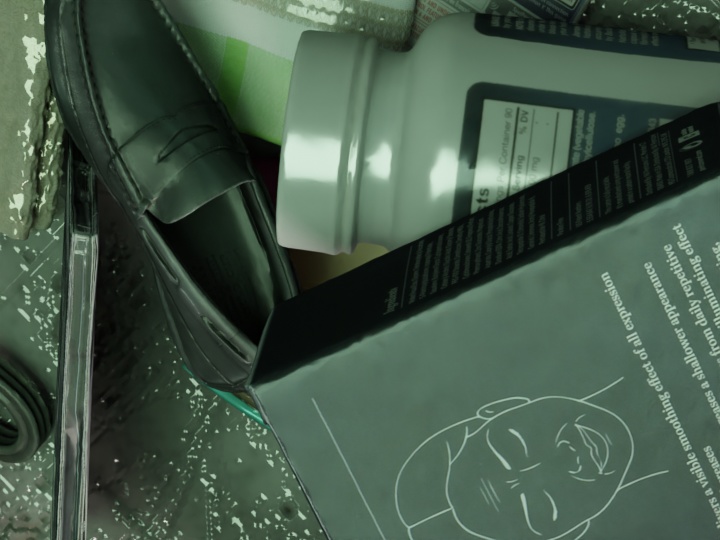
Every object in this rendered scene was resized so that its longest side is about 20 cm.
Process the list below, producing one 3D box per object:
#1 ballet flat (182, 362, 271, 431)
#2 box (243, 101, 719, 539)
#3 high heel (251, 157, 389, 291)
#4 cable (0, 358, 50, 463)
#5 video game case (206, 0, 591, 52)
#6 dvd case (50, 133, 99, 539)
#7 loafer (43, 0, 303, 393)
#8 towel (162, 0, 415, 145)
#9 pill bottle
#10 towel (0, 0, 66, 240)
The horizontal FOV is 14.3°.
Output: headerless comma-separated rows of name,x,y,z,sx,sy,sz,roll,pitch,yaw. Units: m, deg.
ballet flat,0.014,0.075,1.295,0.200,0.071,0.071,37,115,4
box,0.080,0.052,1.088,0.199,0.107,0.149,-24,103,9
high heel,0.000,0.000,1.249,0.199,0.096,0.068,14,108,13
cable,-0.224,0.009,1.362,0.199,0.050,0.097,29,124,-3
video game case,0.014,-0.167,1.232,0.200,0.023,0.183,34,115,6
dvd case,-0.128,0.053,1.285,0.016,0.149,0.201,3,110,-7
loafer,-0.072,-0.041,1.220,0.070,0.068,0.201,0,116,58
towel,-0.043,-0.153,1.226,0.148,0.031,0.201,17,112,14
pill bottle,0.069,-0.043,1.181,0.199,0.120,0.120,7,110,2
towel,-0.181,-0.121,1.288,0.132,0.034,0.201,21,113,25
